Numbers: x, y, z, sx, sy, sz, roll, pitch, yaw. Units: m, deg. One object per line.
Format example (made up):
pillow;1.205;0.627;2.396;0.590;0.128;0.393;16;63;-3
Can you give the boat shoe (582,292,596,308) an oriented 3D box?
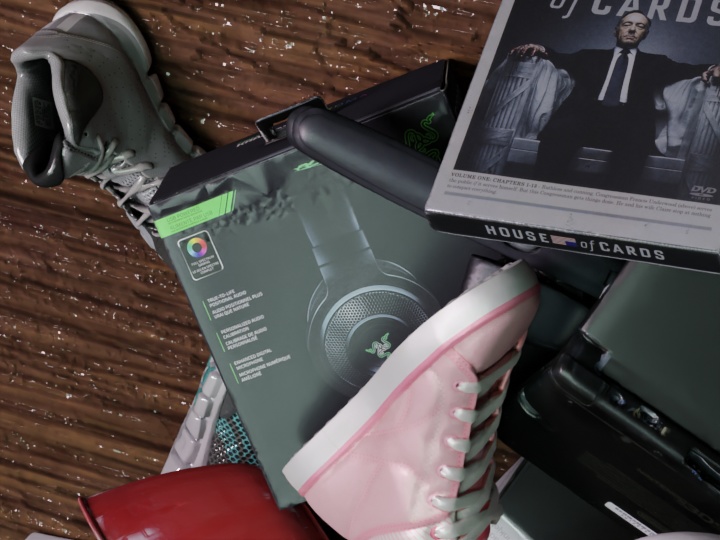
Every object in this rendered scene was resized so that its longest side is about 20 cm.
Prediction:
boat shoe;0.140;-0.004;1.242;0.072;0.068;0.201;-14;105;33

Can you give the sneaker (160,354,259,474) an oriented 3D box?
sneaker;-0.060;0.095;1.402;0.091;0.078;0.200;22;126;-3

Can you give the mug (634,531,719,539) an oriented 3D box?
mug;0.154;0.218;1.183;0.175;0.148;0.201;2;119;-3

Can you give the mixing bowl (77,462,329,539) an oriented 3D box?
mixing bowl;-0.063;0.186;1.328;0.108;0.200;0.201;-32;98;-7

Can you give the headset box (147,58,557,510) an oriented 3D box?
headset box;0.000;0.000;1.268;0.174;0.093;0.201;-20;103;9

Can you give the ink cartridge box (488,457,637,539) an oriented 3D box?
ink cartridge box;0.087;0.223;1.365;0.145;0.084;0.200;42;124;3

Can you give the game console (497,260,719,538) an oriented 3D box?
game console;0.193;0.071;1.173;0.200;0.117;0.176;35;156;-3

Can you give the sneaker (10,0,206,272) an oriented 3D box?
sneaker;-0.142;-0.051;1.336;0.075;0.115;0.200;-27;98;34

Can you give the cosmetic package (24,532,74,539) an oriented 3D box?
cosmetic package;-0.140;0.241;1.499;0.199;0.074;0.102;5;114;24

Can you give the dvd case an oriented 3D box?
dvd case;0.131;-0.096;1.139;0.150;0.201;0.025;8;151;23

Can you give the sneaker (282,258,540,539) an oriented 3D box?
sneaker;0.049;0.083;1.167;0.105;0.075;0.200;50;130;9

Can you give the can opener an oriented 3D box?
can opener;0.052;-0.029;1.171;0.200;0.063;0.079;31;82;-17
